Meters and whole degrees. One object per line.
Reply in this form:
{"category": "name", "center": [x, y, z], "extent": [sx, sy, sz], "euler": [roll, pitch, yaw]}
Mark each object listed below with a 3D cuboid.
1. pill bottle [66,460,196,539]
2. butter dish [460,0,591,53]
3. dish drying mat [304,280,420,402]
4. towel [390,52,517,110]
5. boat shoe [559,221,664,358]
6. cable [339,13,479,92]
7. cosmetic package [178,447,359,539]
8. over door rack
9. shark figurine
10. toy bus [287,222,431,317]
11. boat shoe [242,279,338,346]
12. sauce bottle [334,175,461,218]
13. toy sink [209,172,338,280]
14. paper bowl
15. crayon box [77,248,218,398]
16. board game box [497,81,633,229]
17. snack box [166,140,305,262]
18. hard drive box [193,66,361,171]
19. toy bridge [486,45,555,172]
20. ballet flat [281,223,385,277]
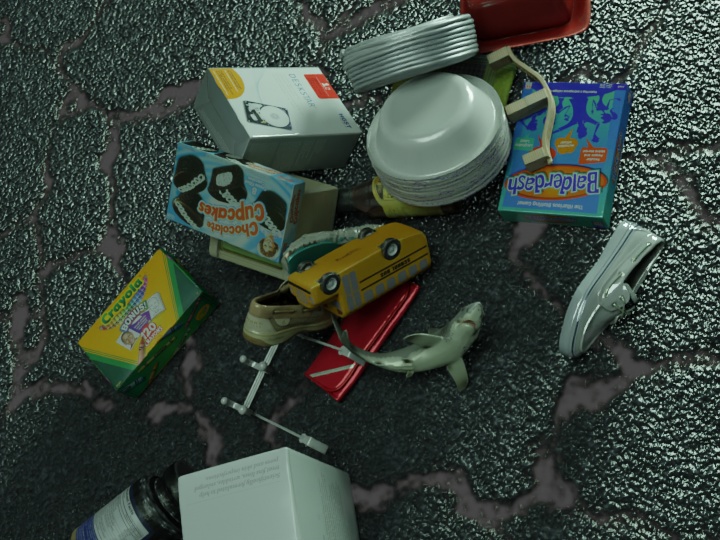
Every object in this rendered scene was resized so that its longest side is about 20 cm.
{"category": "pill bottle", "center": [-0.310, 0.363, 1.623], "extent": [0.200, 0.112, 0.112], "euler": [-38, 60, 7]}
{"category": "butter dish", "center": [0.223, -0.439, 1.663], "extent": [0.198, 0.148, 0.201], "euler": [-7, 67, 23]}
{"category": "dish drying mat", "center": [0.002, 0.087, 1.638], "extent": [0.077, 0.018, 0.201], "euler": [34, 87, 35]}
{"category": "towel", "center": [0.130, -0.265, 1.714], "extent": [0.199, 0.023, 0.144], "euler": [10, 74, 27]}
{"category": "boat shoe", "center": [0.326, 0.028, 1.479], "extent": [0.067, 0.074, 0.201], "euler": [23, 81, 33]}
{"category": "cable", "center": [0.071, -0.310, 1.636], "extent": [0.199, 0.200, 0.070], "euler": [-17, 99, 0]}
{"category": "cosmetic package", "center": [-0.112, 0.344, 1.487], "extent": [0.164, 0.200, 0.166], "euler": [-18, 64, 17]}
{"category": "over door rack", "center": [-0.103, 0.151, 1.618], "extent": [0.199, 0.067, 0.148], "euler": [18, 79, 41]}
{"category": "shark figurine", "center": [0.072, 0.099, 1.567], "extent": [0.213, 0.129, 0.090], "euler": [-9, 31, 12]}
{"category": "toy bus", "center": [0.000, 0.000, 1.579], "extent": [0.199, 0.079, 0.065], "euler": [-30, 33, -27]}
{"category": "boat shoe", "center": [-0.085, 0.047, 1.597], "extent": [0.071, 0.200, 0.065], "euler": [21, 115, 27]}
{"category": "sauce bottle", "center": [0.046, -0.107, 1.667], "extent": [0.199, 0.066, 0.066], "euler": [-4, 69, 22]}
{"category": "toy sink", "center": [-0.150, -0.078, 1.690], "extent": [0.199, 0.112, 0.131], "euler": [19, 109, 29]}
{"category": "paper bowl", "center": [0.104, -0.195, 1.597], "extent": [0.199, 0.105, 0.202], "euler": [-12, 50, 15]}
{"category": "crayon box", "center": [-0.328, 0.081, 1.770], "extent": [0.200, 0.058, 0.119], "euler": [-49, 59, 1]}
{"category": "board game box", "center": [0.285, -0.162, 1.589], "extent": [0.151, 0.045, 0.201], "euler": [5, 73, 26]}
{"category": "snack box", "center": [-0.178, -0.099, 1.616], "extent": [0.199, 0.037, 0.117], "euler": [21, 110, 23]}
{"category": "hard drive box", "center": [-0.124, -0.227, 1.714], "extent": [0.156, 0.199, 0.077], "euler": [57, 137, 29]}
{"category": "toy bridge", "center": [0.236, -0.230, 1.597], "extent": [0.067, 0.027, 0.201], "euler": [-23, 62, 15]}
{"category": "ballet flat", "center": [-0.038, -0.030, 1.627], "extent": [0.072, 0.199, 0.072], "euler": [19, 113, 51]}
